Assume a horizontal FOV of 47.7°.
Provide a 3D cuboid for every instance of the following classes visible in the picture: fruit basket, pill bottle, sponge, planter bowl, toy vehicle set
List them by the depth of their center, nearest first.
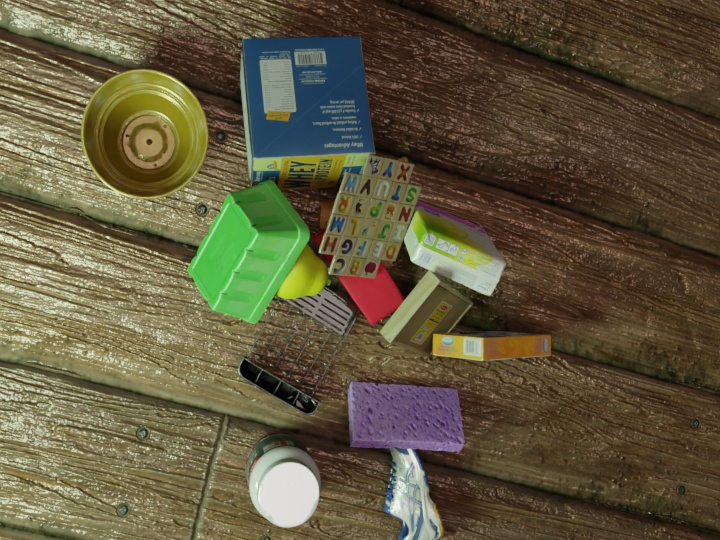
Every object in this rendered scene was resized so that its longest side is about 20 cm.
[{"bbox_3d":[-0.123,0.330,1.293,0.113,0.200,0.119,0,88,-11],"label":"pill bottle"},{"bbox_3d":[-0.146,-0.022,1.311,0.214,0.217,0.156,-35,63,-10],"label":"fruit basket"},{"bbox_3d":[-0.344,-0.214,1.318,0.195,0.083,0.206,0,90,-11],"label":"planter bowl"},{"bbox_3d":[0.113,0.076,1.343,0.026,0.199,0.125,42,96,25],"label":"toy vehicle set"},{"bbox_3d":[0.077,0.249,1.390,0.194,0.030,0.113,6,48,-11],"label":"sponge"}]

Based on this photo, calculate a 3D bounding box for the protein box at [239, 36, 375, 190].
[{"bbox_3d":[-0.090,-0.252,1.322,0.193,0.135,0.206,-4,75,-11],"label":"protein box"}]

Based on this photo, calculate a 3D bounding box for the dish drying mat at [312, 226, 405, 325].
[{"bbox_3d":[0.000,0.000,1.377,0.076,0.018,0.202,-33,119,2],"label":"dish drying mat"}]

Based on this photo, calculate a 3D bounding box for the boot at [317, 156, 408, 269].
[{"bbox_3d":[0.002,-0.107,1.393,0.140,0.071,0.207,12,91,-11],"label":"boot"}]

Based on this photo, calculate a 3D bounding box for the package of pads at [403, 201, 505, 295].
[{"bbox_3d":[0.151,-0.040,1.356,0.151,0.201,0.069,23,107,-10],"label":"package of pads"}]

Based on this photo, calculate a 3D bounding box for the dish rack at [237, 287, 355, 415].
[{"bbox_3d":[-0.101,0.120,1.376,0.151,0.054,0.203,30,83,-10],"label":"dish rack"}]

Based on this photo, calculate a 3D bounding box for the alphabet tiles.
[{"bbox_3d":[0.018,-0.083,1.307,0.164,0.006,0.204,5,112,-41],"label":"alphabet tiles"}]

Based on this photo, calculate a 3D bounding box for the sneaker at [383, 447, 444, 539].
[{"bbox_3d":[0.075,0.378,1.397,0.086,0.075,0.205,-19,91,-7],"label":"sneaker"}]

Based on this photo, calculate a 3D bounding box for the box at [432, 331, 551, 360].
[{"bbox_3d":[0.231,0.125,1.382,0.196,0.118,0.043,-1,90,-39],"label":"box"}]
